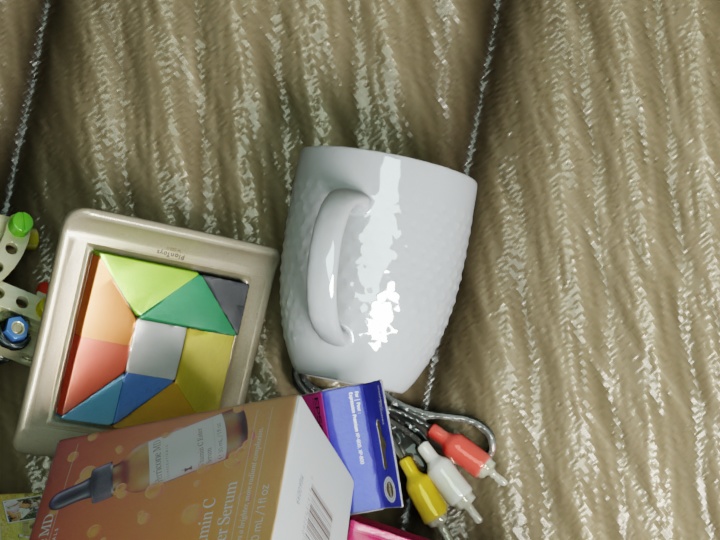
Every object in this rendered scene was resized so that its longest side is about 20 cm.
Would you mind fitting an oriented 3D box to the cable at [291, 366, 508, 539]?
[{"bbox_3d":[0.037,0.124,1.327,0.200,0.050,0.097,45,80,1],"label":"cable"}]

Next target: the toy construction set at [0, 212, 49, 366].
[{"bbox_3d":[-0.247,0.017,1.306,0.199,0.092,0.132,16,59,-9],"label":"toy construction set"}]

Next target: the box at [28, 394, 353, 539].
[{"bbox_3d":[-0.121,0.191,1.131,0.199,0.107,0.153,-13,42,19],"label":"box"}]

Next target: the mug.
[{"bbox_3d":[0.000,0.000,1.261,0.147,0.200,0.176,9,85,17],"label":"mug"}]

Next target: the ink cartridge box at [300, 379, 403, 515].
[{"bbox_3d":[-0.028,0.142,1.248,0.037,0.200,0.095,-7,84,-27],"label":"ink cartridge box"}]

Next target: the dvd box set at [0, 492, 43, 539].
[{"bbox_3d":[-0.226,0.233,1.220,0.199,0.029,0.147,0,48,-17],"label":"dvd box set"}]

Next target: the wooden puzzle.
[{"bbox_3d":[-0.164,0.063,1.274,0.184,0.037,0.201,12,97,-29],"label":"wooden puzzle"}]

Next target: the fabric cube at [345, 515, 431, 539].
[{"bbox_3d":[0.047,0.311,1.236,0.195,0.200,0.200,19,83,0],"label":"fabric cube"}]
